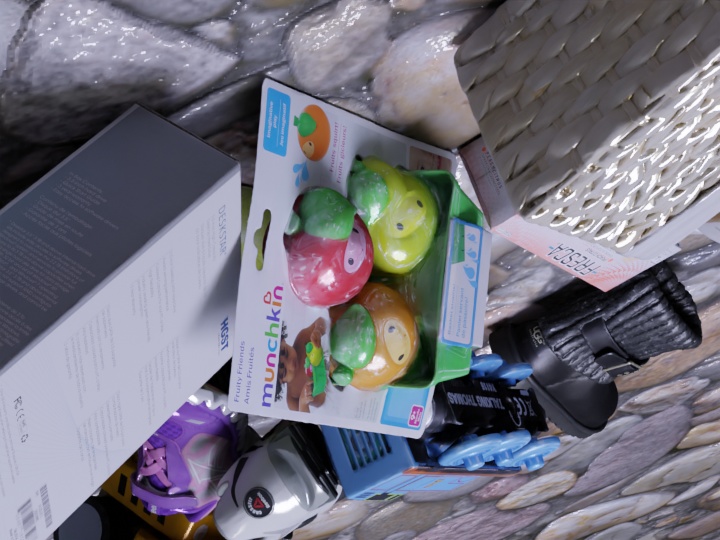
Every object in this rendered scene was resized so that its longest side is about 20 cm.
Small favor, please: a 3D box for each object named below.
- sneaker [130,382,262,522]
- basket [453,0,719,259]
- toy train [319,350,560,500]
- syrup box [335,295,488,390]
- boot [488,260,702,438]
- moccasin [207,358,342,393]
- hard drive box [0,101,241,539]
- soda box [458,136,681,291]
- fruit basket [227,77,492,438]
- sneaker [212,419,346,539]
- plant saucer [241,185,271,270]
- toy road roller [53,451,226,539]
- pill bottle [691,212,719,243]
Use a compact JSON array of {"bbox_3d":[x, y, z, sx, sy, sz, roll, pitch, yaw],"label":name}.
[{"bbox_3d":[-0.124,0.121,1.090,0.089,0.080,0.200,-58,162,-14],"label":"sneaker"},{"bbox_3d":[0.164,-0.114,0.878,0.123,0.136,0.200,6,143,-42],"label":"basket"},{"bbox_3d":[0.059,0.111,1.129,0.114,0.087,0.200,-27,162,23],"label":"toy train"},{"bbox_3d":[0.020,0.043,1.147,0.079,0.082,0.200,-16,156,-19],"label":"syrup box"},{"bbox_3d":[0.218,0.067,1.359,0.158,0.080,0.211,-29,154,17],"label":"boot"},{"bbox_3d":[-0.049,0.063,1.100,0.078,0.074,0.201,-31,177,-20],"label":"moccasin"},{"bbox_3d":[-0.152,0.035,0.848,0.200,0.077,0.156,-44,153,-34],"label":"hard drive box"},{"bbox_3d":[0.146,-0.045,1.091,0.068,0.064,0.200,-31,154,21],"label":"soda box"},{"bbox_3d":[0.000,0.000,0.942,0.093,0.186,0.200,2,171,30],"label":"fruit basket"},{"bbox_3d":[-0.059,0.148,1.110,0.088,0.074,0.200,-36,171,4],"label":"sneaker"},{"bbox_3d":[-0.131,0.013,1.027,0.199,0.031,0.200,-17,155,-8],"label":"plant saucer"},{"bbox_3d":[-0.122,0.190,1.221,0.123,0.200,0.146,20,97,-57],"label":"toy road roller"},{"bbox_3d":[0.256,-0.070,0.994,0.114,0.115,0.200,-12,-176,-19],"label":"pill bottle"}]
